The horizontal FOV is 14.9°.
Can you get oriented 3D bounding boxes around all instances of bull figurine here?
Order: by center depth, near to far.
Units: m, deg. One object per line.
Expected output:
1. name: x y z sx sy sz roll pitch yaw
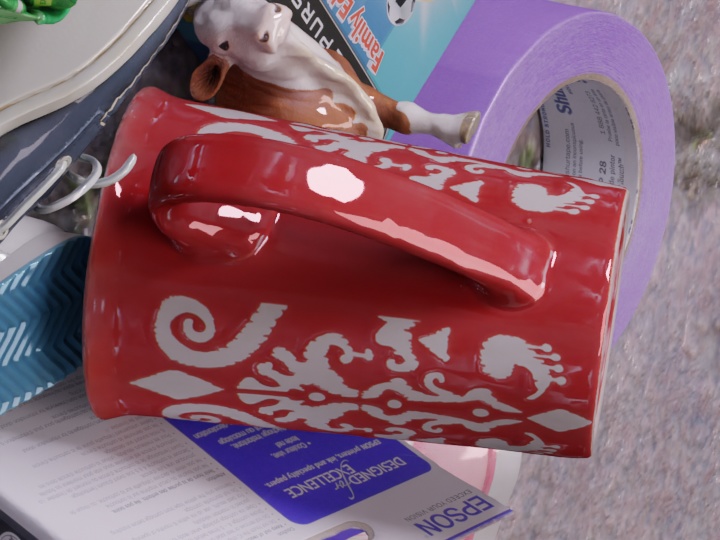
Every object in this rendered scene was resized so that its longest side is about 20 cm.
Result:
1. bull figurine: -0.021 -0.045 1.188 0.065 0.121 0.201 -58 168 -35

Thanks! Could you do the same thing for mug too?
1. mug: -0.001 0.011 1.075 0.178 0.199 0.134 -49 147 -79

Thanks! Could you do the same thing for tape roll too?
1. tape roll: 0.081 -0.037 1.403 0.200 0.065 0.202 -22 119 -48

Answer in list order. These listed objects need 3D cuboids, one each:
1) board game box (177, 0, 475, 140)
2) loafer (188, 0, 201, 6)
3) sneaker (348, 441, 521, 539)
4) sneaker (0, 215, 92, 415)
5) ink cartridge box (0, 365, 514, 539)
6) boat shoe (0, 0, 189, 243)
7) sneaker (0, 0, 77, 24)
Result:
1. board game box: 0.000 -0.158 1.265 0.201 0.047 0.151 -59 141 -21
2. loafer: -0.063 -0.195 1.157 0.070 0.075 0.201 42 64 -38
3. sneaker: 0.012 0.139 1.380 0.104 0.076 0.201 -6 131 -20
4. sneaker: -0.189 0.030 1.053 0.199 0.080 0.077 -23 122 -46
5. ink cartridge box: -0.071 0.089 1.133 0.198 0.200 0.044 -18 133 -49
6. boat shoe: -0.130 -0.045 0.963 0.200 0.075 0.062 -49 147 -16
7. sneaker: -0.133 -0.113 0.887 0.200 0.083 0.074 -39 145 -31
